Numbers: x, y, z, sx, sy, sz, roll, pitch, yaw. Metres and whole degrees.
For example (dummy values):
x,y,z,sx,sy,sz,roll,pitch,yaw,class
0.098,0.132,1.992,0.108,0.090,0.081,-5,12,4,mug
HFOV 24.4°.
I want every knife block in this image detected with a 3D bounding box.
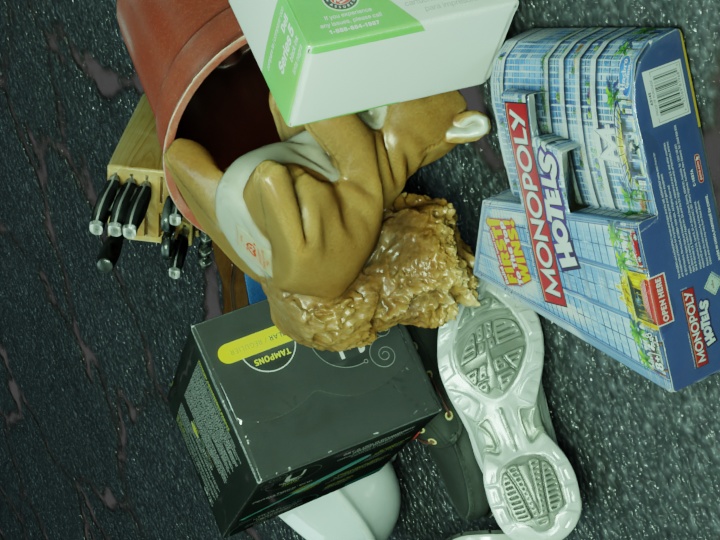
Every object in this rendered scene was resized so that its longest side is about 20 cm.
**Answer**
x,y,z,sx,sy,sz,roll,pitch,yaw,class
-0.173,-0.066,1.318,0.200,0.175,0.064,31,127,40,knife block

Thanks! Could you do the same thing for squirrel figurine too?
x,y,z,sx,sy,sz,roll,pitch,yaw,class
0.003,-0.051,1.138,0.141,0.186,0.201,6,128,59,squirrel figurine

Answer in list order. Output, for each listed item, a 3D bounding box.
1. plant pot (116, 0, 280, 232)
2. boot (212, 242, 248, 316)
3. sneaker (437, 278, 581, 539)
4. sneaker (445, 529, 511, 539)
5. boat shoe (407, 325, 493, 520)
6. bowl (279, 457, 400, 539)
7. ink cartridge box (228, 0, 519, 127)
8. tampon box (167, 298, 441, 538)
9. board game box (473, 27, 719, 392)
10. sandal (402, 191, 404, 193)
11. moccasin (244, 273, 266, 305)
x,y,z,sx,sy,sz,roll,pitch,yaw,class
-0.083,-0.158,1.241,0.201,0.200,0.196,93,155,-43,plant pot
-0.132,0.012,1.610,0.188,0.068,0.201,-2,107,65,boot
0.099,0.096,1.190,0.099,0.077,0.201,82,176,-85,sneaker
0.074,0.269,1.348,0.200,0.075,0.088,133,136,-64,sneaker
0.054,0.106,1.308,0.074,0.063,0.202,-6,105,63,boat shoe
-0.032,0.164,1.462,0.201,0.090,0.201,38,159,18,bowl
-0.012,-0.206,1.059,0.084,0.145,0.201,110,140,-57,ink cartridge box
-0.050,0.100,1.262,0.127,0.149,0.200,65,161,13,tampon box
0.132,-0.044,1.020,0.200,0.061,0.201,13,121,61,board game box
0.000,0.000,1.319,0.057,0.080,0.201,40,155,1,sandal
-0.067,0.000,1.424,0.068,0.080,0.201,-80,2,-55,moccasin
